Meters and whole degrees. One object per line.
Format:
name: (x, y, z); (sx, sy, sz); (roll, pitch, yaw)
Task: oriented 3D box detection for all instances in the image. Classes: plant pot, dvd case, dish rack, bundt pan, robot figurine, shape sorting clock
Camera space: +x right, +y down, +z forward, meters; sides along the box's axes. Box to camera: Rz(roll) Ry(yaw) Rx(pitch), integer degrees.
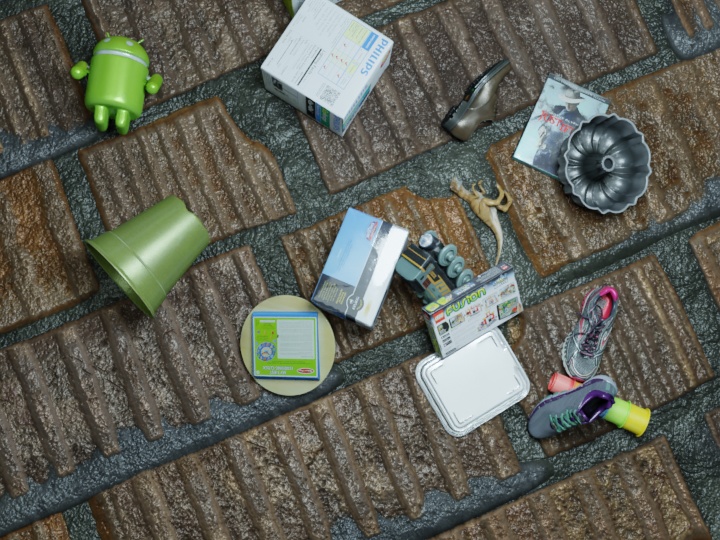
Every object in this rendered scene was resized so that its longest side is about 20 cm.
plant pot: (-0.403, -0.042, 1.612); (0.200, 0.200, 0.190); (45, 71, 5)
dvd case: (0.422, -0.296, 1.721); (0.145, 0.022, 0.202); (25, 82, 3)
dish rack: (0.228, 0.218, 1.643); (0.199, 0.044, 0.173); (-30, 83, -5)
bundt pan: (0.487, -0.214, 1.669); (0.199, 0.076, 0.205); (0, 90, -14)
robot figurine: (-0.497, -0.385, 1.674); (0.173, 0.116, 0.203); (8, 81, -9)
shape sorting clock: (-0.145, 0.149, 1.630); (0.197, 0.039, 0.203); (1, 92, 14)

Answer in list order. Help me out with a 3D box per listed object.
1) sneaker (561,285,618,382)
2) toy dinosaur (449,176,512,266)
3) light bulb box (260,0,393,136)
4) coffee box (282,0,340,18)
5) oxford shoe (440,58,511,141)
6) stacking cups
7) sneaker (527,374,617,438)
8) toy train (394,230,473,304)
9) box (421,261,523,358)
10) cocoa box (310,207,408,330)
sneaker: (0.459, 0.123, 1.637); (0.080, 0.075, 0.202); (17, 80, 2)
toy dinosaur: (0.265, -0.120, 1.689); (0.106, 0.060, 0.201); (-39, 78, 19)
light bulb box: (-0.068, -0.421, 1.679); (0.199, 0.125, 0.199); (33, 83, 3)
coffee box: (-0.102, -0.673, 1.673); (0.196, 0.200, 0.201); (-27, 83, -4)
oxford shoe: (0.257, -0.354, 1.710); (0.084, 0.073, 0.201); (39, 86, -11)
stacking cups: (0.472, 0.263, 1.629); (0.198, 0.061, 0.061); (24, 83, 3)
sneaker: (0.403, 0.274, 1.581); (0.199, 0.088, 0.075); (-39, 93, 23)
toy train: (0.145, 0.005, 1.603); (0.114, 0.200, 0.085); (-48, 52, -4)
box: (0.224, 0.077, 1.620); (0.199, 0.035, 0.111); (-28, 119, -14)
cocoa box: (0.000, 0.000, 1.621); (0.130, 0.133, 0.202); (22, 83, 5)
